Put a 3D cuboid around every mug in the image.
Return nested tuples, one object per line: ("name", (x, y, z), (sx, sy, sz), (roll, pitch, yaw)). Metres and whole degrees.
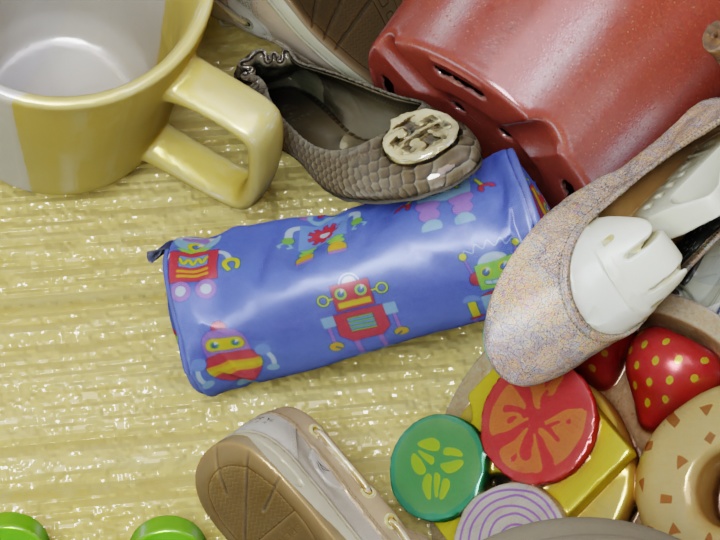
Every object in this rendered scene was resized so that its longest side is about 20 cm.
("mug", (-0.142, -0.097, 1.205), (0.149, 0.153, 0.187), (-22, 70, -16))

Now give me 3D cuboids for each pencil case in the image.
("pencil case", (0.000, 0.000, 1.193), (0.200, 0.078, 0.087), (-15, 29, 8))

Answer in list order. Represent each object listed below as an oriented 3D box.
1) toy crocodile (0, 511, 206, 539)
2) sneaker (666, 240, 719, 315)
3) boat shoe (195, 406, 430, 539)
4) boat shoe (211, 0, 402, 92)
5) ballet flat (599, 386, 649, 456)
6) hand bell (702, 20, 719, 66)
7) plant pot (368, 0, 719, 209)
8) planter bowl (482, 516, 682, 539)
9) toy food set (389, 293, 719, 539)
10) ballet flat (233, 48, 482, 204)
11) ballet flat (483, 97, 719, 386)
("toy crocodile", (-0.132, 0.157, 1.143), (0.200, 0.062, 0.068), (3, 26, -7))
("sneaker", (0.202, -0.021, 1.262), (0.085, 0.077, 0.200), (43, 51, -17))
("boat shoe", (0.008, 0.147, 1.146), (0.200, 0.074, 0.069), (54, 40, -5))
("boat shoe", (-0.056, -0.160, 1.269), (0.200, 0.065, 0.072), (38, 55, -21))
("ballet flat", (0.152, 0.133, 1.187), (0.071, 0.069, 0.200), (-20, 67, 4))
("hand bell", (0.239, -0.087, 1.217), (0.200, 0.104, 0.104), (21, 56, -41))
("plant pot", (0.118, -0.135, 1.242), (0.201, 0.201, 0.195), (37, 74, 11))
("planter bowl", (0.091, 0.191, 1.037), (0.200, 0.135, 0.201), (0, 101, -2))
("toy food set", (0.116, 0.105, 1.153), (0.198, 0.049, 0.200), (-47, 61, 11))
("ballet flat", (-0.010, -0.076, 1.205), (0.067, 0.046, 0.200), (-26, 27, -22))
("ballet flat", (0.135, -0.020, 1.134), (0.200, 0.067, 0.068), (-45, 110, -27))
